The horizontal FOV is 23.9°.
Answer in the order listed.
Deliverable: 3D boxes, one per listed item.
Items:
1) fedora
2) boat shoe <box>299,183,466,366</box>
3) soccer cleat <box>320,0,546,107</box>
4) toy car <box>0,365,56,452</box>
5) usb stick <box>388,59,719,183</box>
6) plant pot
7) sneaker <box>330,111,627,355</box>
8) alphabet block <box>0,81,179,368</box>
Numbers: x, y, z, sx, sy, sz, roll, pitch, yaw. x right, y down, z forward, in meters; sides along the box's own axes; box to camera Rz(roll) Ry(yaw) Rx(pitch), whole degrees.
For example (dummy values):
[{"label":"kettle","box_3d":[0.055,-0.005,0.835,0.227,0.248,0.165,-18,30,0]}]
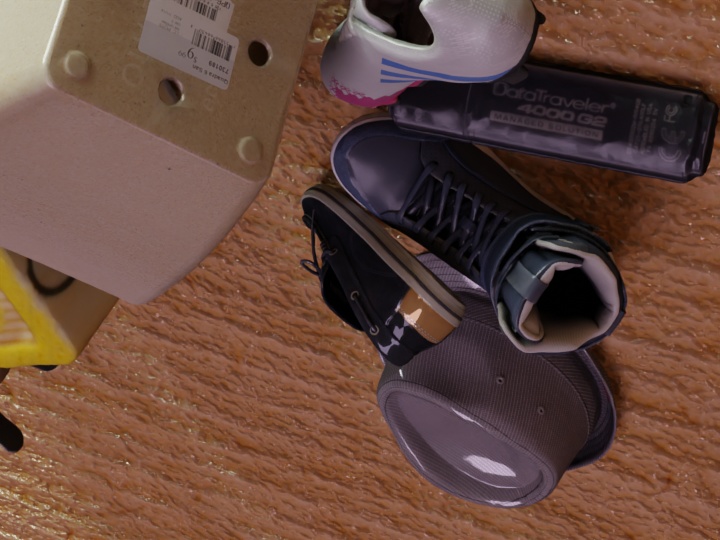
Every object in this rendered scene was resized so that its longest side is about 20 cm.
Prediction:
[{"label":"fedora","box_3d":[0.078,0.092,1.178,0.200,0.091,0.177,41,140,-11]},{"label":"boat shoe","box_3d":[0.000,0.000,1.084,0.074,0.062,0.200,38,-176,-33]},{"label":"soccer cleat","box_3d":[0.019,-0.139,0.950,0.086,0.071,0.199,24,168,-30]},{"label":"toy car","box_3d":[-0.311,0.051,1.350,0.157,0.165,0.200,-4,139,37]},{"label":"usb stick","box_3d":[0.109,-0.094,0.997,0.198,0.033,0.056,13,93,22]},{"label":"plant pot","box_3d":[-0.133,-0.118,0.934,0.199,0.202,0.176,25,159,-29]},{"label":"sneaker","box_3d":[0.071,-0.024,1.012,0.201,0.146,0.077,28,105,-4]},{"label":"alphabet block","box_3d":[-0.252,-0.070,1.139,0.195,0.201,0.196,-6,128,38]}]
